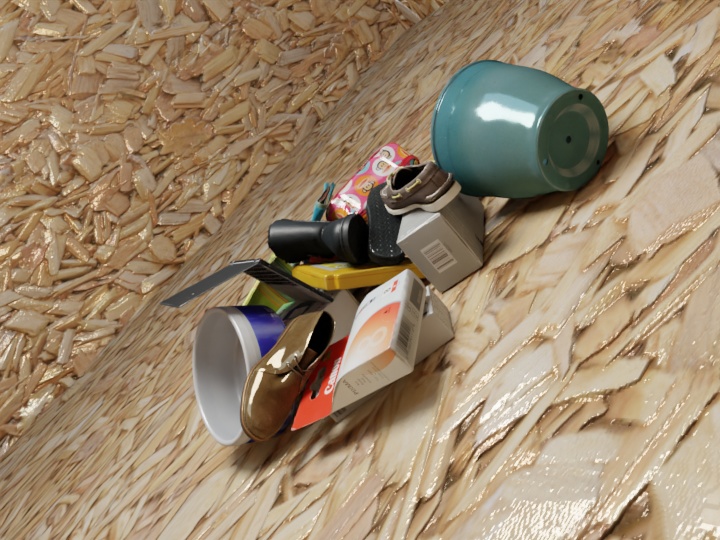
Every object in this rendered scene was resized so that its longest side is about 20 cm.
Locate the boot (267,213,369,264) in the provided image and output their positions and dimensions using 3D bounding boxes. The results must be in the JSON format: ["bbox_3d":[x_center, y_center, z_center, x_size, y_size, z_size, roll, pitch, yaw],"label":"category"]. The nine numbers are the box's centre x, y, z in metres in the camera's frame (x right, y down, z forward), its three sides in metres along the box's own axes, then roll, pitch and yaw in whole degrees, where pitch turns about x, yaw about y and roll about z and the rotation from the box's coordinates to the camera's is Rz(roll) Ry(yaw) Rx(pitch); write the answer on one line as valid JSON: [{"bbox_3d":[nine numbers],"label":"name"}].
[{"bbox_3d":[-0.071,-0.048,1.261,0.167,0.077,0.200,-1,1,11],"label":"boot"}]

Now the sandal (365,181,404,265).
[{"bbox_3d":[0.040,-0.072,1.248,0.201,0.075,0.048,-78,-3,-47],"label":"sandal"}]

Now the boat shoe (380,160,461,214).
[{"bbox_3d":[0.073,-0.123,1.141,0.072,0.060,0.200,-46,17,-11],"label":"boat shoe"}]

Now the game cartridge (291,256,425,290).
[{"bbox_3d":[0.000,0.000,1.256,0.175,0.033,0.200,-8,5,-20],"label":"game cartridge"}]

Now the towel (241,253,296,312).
[{"bbox_3d":[-0.162,0.075,1.343,0.018,0.086,0.201,-10,47,54],"label":"towel"}]

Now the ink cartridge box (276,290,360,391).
[{"bbox_3d":[-0.092,0.115,1.254,0.145,0.088,0.200,-48,19,-31],"label":"ink cartridge box"}]

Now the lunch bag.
[{"bbox_3d":[0.033,-0.119,1.464,0.200,0.082,0.176,-48,-26,-11],"label":"lunch bag"}]

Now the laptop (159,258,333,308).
[{"bbox_3d":[-0.176,0.046,1.197,0.116,0.199,0.187,-64,20,-10],"label":"laptop"}]

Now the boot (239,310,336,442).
[{"bbox_3d":[-0.095,0.132,1.050,0.075,0.074,0.201,-28,28,51],"label":"boot"}]

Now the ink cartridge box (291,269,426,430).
[{"bbox_3d":[-0.011,0.099,1.008,0.199,0.050,0.163,-29,24,28],"label":"ink cartridge box"}]

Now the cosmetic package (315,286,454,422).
[{"bbox_3d":[0.029,0.110,1.056,0.200,0.051,0.083,-39,16,15],"label":"cosmetic package"}]

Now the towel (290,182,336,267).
[{"bbox_3d":[-0.102,-0.057,1.446,0.147,0.022,0.201,-77,13,-68],"label":"towel"}]

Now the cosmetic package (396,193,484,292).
[{"bbox_3d":[0.123,-0.070,1.184,0.090,0.107,0.200,-34,20,27],"label":"cosmetic package"}]

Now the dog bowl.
[{"bbox_3d":[-0.173,0.151,1.163,0.078,0.202,0.200,-2,-9,-34],"label":"dog bowl"}]

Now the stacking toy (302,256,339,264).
[{"bbox_3d":[-0.065,-0.026,1.457,0.085,0.085,0.200,-44,0,-5],"label":"stacking toy"}]

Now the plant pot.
[{"bbox_3d":[0.231,-0.188,1.106,0.200,0.200,0.188,-46,32,-12],"label":"plant pot"}]

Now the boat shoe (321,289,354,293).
[{"bbox_3d":[-0.022,0.002,1.402,0.200,0.073,0.063,-51,21,-10],"label":"boat shoe"}]
